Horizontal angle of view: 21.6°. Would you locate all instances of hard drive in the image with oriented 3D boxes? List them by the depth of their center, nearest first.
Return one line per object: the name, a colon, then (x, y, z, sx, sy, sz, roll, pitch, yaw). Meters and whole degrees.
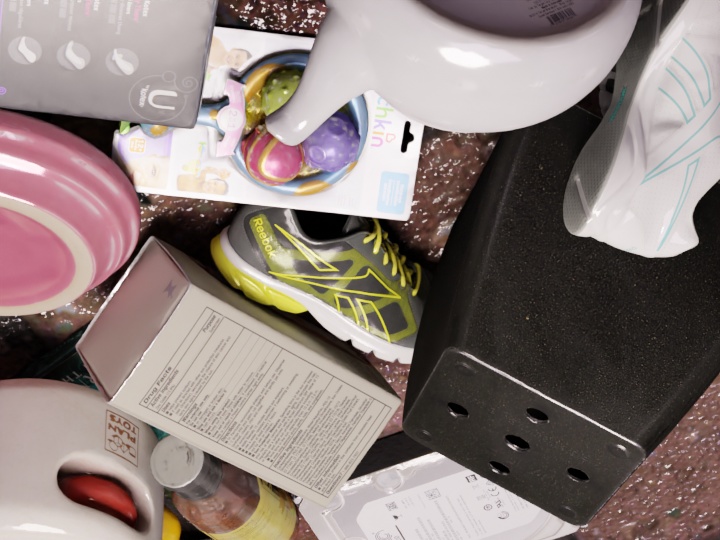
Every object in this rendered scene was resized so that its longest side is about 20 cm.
hard drive: (0.063, 0.180, 1.482, 0.200, 0.038, 0.140, -19, 129, 12)

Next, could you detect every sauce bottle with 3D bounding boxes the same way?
sauce bottle: (-0.099, 0.165, 1.388, 0.066, 0.066, 0.200, -15, 157, 8)

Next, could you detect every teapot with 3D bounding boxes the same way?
teapot: (0.067, -0.154, 1.115, 0.200, 0.198, 0.146, 16, 146, -2)

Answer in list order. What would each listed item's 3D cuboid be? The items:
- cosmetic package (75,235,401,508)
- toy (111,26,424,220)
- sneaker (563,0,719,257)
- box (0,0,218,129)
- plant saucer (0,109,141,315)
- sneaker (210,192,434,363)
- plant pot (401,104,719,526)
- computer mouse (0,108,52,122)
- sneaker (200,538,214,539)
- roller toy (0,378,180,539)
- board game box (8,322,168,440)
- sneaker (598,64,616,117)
cosmetic package: (-0.084, 0.072, 1.313, 0.200, 0.087, 0.103, 32, 98, -35)
toy: (-0.057, -0.091, 1.210, 0.200, 0.047, 0.115, 7, 109, -5)
sneaker: (0.191, -0.102, 1.122, 0.080, 0.070, 0.200, 22, 89, -15)
box: (-0.187, -0.167, 1.104, 0.200, 0.122, 0.106, 6, 129, -10)
plant saucer: (-0.245, -0.029, 1.229, 0.200, 0.051, 0.201, 3, 147, 2)
sneaker: (0.000, 0.000, 1.296, 0.200, 0.075, 0.085, 19, 126, -20)
plant pot: (0.134, 0.041, 1.199, 0.200, 0.178, 0.200, 28, 150, 2)
computer mouse: (-0.306, -0.102, 1.200, 0.200, 0.046, 0.140, 27, 122, -25)
sneaker: (-0.163, 0.256, 1.483, 0.200, 0.078, 0.091, 11, 101, -12)
roller toy: (-0.229, 0.168, 1.341, 0.200, 0.140, 0.183, 1, 142, -3)
board game box: (-0.182, 0.102, 1.399, 0.200, 0.028, 0.135, -34, 125, 22)
sneaker: (0.197, -0.104, 1.224, 0.075, 0.081, 0.200, 19, 133, 17)
